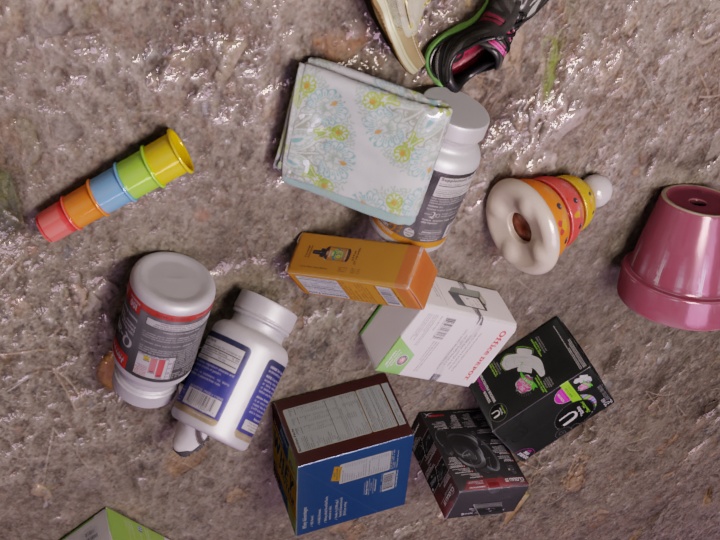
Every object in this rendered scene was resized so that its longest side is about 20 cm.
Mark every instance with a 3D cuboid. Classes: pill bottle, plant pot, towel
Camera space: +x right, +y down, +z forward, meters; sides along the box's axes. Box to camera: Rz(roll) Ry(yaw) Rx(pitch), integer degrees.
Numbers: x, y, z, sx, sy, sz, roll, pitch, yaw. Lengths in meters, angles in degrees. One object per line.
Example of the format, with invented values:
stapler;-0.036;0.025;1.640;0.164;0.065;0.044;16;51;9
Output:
pill bottle;-0.170;0.136;1.515;0.119;0.119;0.202;36;77;-45
plant pot;0.521;-0.029;1.716;0.197;0.200;0.181;-6;120;-22
pill bottle;-0.271;0.084;1.462;0.114;0.117;0.202;1;131;-28
pill bottle;0.092;-0.132;1.434;0.115;0.117;0.202;0;132;-27
towel;-0.002;-0.158;1.344;0.197;0.048;0.173;19;129;2

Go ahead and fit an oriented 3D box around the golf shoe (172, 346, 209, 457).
golf shoe;-0.247;0.188;1.618;0.094;0.078;0.201;20;111;-34

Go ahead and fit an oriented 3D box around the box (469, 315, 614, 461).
box;0.311;0.208;1.880;0.199;0.125;0.149;-34;138;9

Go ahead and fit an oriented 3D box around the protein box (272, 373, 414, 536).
protein box;-0.033;0.305;1.791;0.197;0.136;0.200;-12;137;-16

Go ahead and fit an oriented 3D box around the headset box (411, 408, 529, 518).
headset box;0.190;0.342;1.894;0.147;0.201;0.078;0;132;-28

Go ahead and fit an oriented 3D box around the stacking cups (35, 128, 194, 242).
stacking cups;-0.299;-0.097;1.317;0.198;0.061;0.061;-29;139;8

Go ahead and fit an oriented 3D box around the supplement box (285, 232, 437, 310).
supplement box;0.000;0.000;1.471;0.198;0.067;0.069;9;154;29

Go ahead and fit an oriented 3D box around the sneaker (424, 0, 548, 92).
sneaker;0.170;-0.293;1.337;0.200;0.084;0.076;-43;137;17

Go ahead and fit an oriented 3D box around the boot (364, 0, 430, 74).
boot;0.081;-0.335;1.262;0.153;0.072;0.201;-31;138;0

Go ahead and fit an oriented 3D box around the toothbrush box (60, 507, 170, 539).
toothbrush box;-0.413;0.503;1.830;0.145;0.087;0.200;-36;137;9

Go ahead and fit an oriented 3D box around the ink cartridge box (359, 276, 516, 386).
ink cartridge box;0.123;0.094;1.699;0.198;0.085;0.146;13;125;-36

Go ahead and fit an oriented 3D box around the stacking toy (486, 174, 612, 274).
stacking toy;0.296;-0.096;1.594;0.198;0.146;0.147;-28;142;-27
